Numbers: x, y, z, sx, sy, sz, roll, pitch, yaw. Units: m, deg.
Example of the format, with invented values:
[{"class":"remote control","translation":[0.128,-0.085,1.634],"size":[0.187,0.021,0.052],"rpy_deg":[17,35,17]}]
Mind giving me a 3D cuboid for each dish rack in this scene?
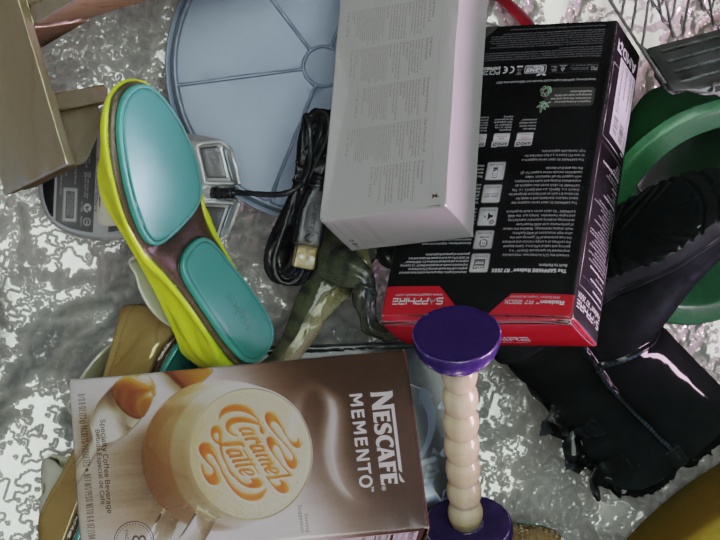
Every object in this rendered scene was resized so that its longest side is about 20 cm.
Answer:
[{"class":"dish rack","translation":[0.221,-0.192,1.409],"size":[0.153,0.055,0.200],"rpy_deg":[-17,47,-7]}]

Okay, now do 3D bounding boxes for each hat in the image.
[{"class":"hat","translation":[0.196,-0.091,1.471],"size":[0.166,0.176,0.200],"rpy_deg":[-22,130,-5]}]

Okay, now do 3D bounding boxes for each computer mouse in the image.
[{"class":"computer mouse","translation":[-0.107,-0.053,1.399],"size":[0.200,0.044,0.110],"rpy_deg":[7,97,22]}]

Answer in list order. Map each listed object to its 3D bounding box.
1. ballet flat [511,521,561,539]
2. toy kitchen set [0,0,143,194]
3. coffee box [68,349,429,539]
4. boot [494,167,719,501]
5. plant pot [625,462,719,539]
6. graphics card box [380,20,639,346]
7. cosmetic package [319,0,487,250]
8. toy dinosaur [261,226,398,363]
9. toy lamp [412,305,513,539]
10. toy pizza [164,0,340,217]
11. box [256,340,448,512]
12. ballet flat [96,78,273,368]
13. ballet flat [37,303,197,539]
[{"class":"ballet flat","translation":[0.120,0.256,1.428],"size":[0.065,0.071,0.200],"rpy_deg":[-10,93,-21]},{"class":"toy kitchen set","translation":[-0.146,-0.148,1.387],"size":[0.180,0.200,0.163],"rpy_deg":[-13,86,-42]},{"class":"coffee box","translation":[-0.067,0.117,1.328],"size":[0.200,0.080,0.114],"rpy_deg":[-6,70,-5]},{"class":"boot","translation":[0.185,0.045,1.394],"size":[0.198,0.073,0.162],"rpy_deg":[-34,120,11]},{"class":"plant pot","translation":[0.252,0.218,1.387],"size":[0.200,0.196,0.194],"rpy_deg":[-26,91,3]},{"class":"graphics card box","translation":[0.092,-0.052,1.357],"size":[0.125,0.051,0.200],"rpy_deg":[-1,67,27]},{"class":"cosmetic package","translation":[0.030,-0.114,1.358],"size":[0.082,0.051,0.200],"rpy_deg":[-7,63,25]},{"class":"toy dinosaur","translation":[0.000,0.000,1.401],"size":[0.088,0.047,0.200],"rpy_deg":[23,80,3]},{"class":"toy lamp","translation":[0.062,0.114,1.336],"size":[0.058,0.058,0.200],"rpy_deg":[-10,130,-6]},{"class":"toy pizza","translation":[-0.026,-0.129,1.442],"size":[0.200,0.032,0.200],"rpy_deg":[0,89,-7]},{"class":"box","translation":[-0.012,0.146,1.427],"size":[0.160,0.044,0.200],"rpy_deg":[-2,88,-6]},{"class":"ballet flat","translation":[-0.119,-0.021,1.337],"size":[0.067,0.067,0.200],"rpy_deg":[-47,123,-37]},{"class":"ballet flat","translation":[-0.163,0.113,1.412],"size":[0.063,0.069,0.200],"rpy_deg":[23,82,23]}]
